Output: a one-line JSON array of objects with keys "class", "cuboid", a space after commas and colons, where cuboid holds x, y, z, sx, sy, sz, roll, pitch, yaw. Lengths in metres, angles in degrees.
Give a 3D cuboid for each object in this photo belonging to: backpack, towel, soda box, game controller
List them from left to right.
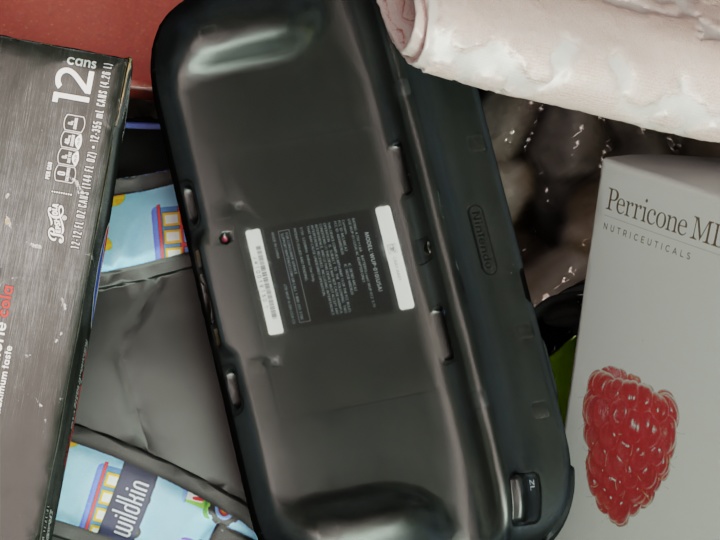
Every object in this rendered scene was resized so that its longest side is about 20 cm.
[{"class": "soda box", "cuboid": [-0.120, 0.030, 0.860, 0.071, 0.063, 0.201, 10, 81, -3]}, {"class": "backpack", "cuboid": [-0.105, 0.037, 0.959, 0.199, 0.135, 0.183, 4, 81, -1]}, {"class": "game controller", "cuboid": [0.000, 0.000, 0.887, 0.104, 0.042, 0.201, -12, 79, -9]}, {"class": "towel", "cuboid": [0.091, -0.107, 0.937, 0.200, 0.191, 0.032, 10, 127, -21]}]

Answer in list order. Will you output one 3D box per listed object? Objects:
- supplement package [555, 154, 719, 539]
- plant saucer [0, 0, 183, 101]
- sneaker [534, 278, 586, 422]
[{"class": "supplement package", "cuboid": [0.144, 0.071, 0.918, 0.120, 0.121, 0.201, -1, 104, -36]}, {"class": "plant saucer", "cuboid": [-0.076, -0.133, 0.990, 0.199, 0.037, 0.200, 8, 55, 1]}, {"class": "sneaker", "cuboid": [0.103, 0.026, 0.988, 0.200, 0.083, 0.071, -42, 80, -4]}]
